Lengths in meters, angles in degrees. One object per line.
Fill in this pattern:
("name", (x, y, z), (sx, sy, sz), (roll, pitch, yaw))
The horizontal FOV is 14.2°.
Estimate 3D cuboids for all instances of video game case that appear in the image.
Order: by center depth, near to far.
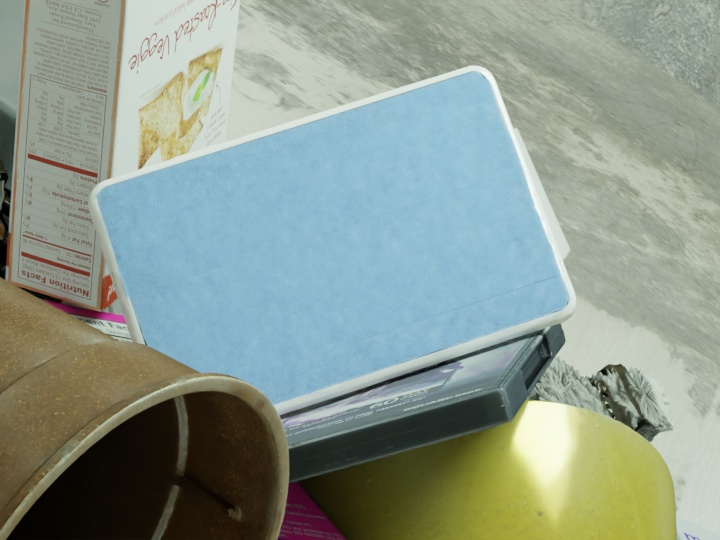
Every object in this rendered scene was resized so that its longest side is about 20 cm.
("video game case", (0.013, 0.060, 1.300), (0.200, 0.142, 0.019), (-41, 114, -76))

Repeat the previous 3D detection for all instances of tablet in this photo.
("tablet", (-0.013, -0.009, 1.321), (0.014, 0.199, 0.131), (104, -33, -74))

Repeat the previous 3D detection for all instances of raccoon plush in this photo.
("raccoon plush", (0.077, 0.116, 1.493), (0.200, 0.134, 0.097), (10, 54, -58))

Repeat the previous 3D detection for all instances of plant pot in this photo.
("plant pot", (-0.167, 0.084, 1.169), (0.198, 0.201, 0.200), (33, 14, 28))
("plant pot", (0.061, 0.176, 1.352), (0.199, 0.200, 0.142), (22, 42, -31))

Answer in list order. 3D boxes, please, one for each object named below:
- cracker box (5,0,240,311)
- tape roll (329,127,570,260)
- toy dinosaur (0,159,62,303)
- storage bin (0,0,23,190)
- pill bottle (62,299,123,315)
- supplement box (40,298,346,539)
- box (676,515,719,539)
("cracker box", (-0.110, -0.098, 1.387), (0.057, 0.201, 0.134), (17, 29, 17))
("tape roll", (0.000, 0.000, 1.435), (0.071, 0.202, 0.202), (67, 16, -5))
("toy dinosaur", (-0.190, -0.010, 1.463), (0.136, 0.102, 0.200), (42, 36, 5))
("storage bin", (-0.241, -0.129, 1.771), (0.200, 0.146, 0.134), (35, 44, 9))
("pill bottle", (-0.085, 0.004, 1.566), (0.199, 0.111, 0.111), (-15, 41, -28))
("supplement box", (-0.104, 0.111, 1.340), (0.103, 0.101, 0.200), (13, 24, -43))
("box", (0.246, 0.249, 1.605), (0.199, 0.097, 0.177), (25, 20, -23))
